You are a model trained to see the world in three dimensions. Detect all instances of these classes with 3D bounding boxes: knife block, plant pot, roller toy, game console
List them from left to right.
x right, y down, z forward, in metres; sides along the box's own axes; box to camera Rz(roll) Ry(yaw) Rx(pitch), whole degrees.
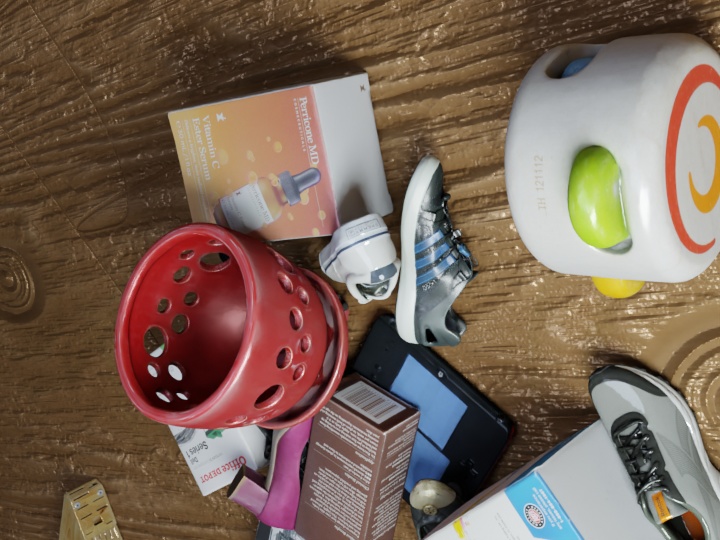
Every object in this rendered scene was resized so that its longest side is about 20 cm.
[{"bbox_3d":[-0.473,0.462,1.667,0.175,0.064,0.202,-17,94,44],"label":"knife block"},{"bbox_3d":[-0.124,0.065,1.024,0.199,0.182,0.203,-9,75,35],"label":"plant pot"},{"bbox_3d":[0.061,0.171,1.096,0.200,0.031,0.178,40,129,23],"label":"game console"},{"bbox_3d":[0.202,-0.085,0.769,0.139,0.199,0.184,5,74,40],"label":"roller toy"}]

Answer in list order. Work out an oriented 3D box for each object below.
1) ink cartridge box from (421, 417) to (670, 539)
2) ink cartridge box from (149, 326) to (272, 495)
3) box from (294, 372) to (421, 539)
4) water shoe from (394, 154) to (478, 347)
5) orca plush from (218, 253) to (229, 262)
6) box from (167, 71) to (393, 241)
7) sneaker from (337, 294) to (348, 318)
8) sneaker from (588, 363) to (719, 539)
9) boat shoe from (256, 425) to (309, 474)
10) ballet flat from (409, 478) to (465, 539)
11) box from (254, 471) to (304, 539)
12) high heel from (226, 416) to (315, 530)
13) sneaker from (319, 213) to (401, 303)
[{"bbox_3d":[0.180,0.262,0.941,0.148,0.144,0.200,56,133,11],"label":"ink cartridge box"},{"bbox_3d":[-0.184,0.174,1.282,0.146,0.084,0.201,-34,81,44],"label":"ink cartridge box"},{"bbox_3d":[-0.005,0.229,1.108,0.100,0.075,0.202,28,119,31],"label":"box"},{"bbox_3d":[0.083,-0.018,0.994,0.078,0.072,0.202,10,116,14],"label":"water shoe"},{"bbox_3d":[-0.166,-0.089,1.176,0.105,0.071,0.202,23,120,34],"label":"orca plush"},{"bbox_3d":[-0.085,-0.116,1.051,0.199,0.106,0.154,-4,103,35],"label":"box"},{"bbox_3d":[-0.090,0.083,1.172,0.199,0.071,0.099,-3,101,41],"label":"sneaker"},{"bbox_3d":[0.268,0.172,0.876,0.201,0.079,0.074,57,135,12],"label":"sneaker"},{"bbox_3d":[-0.094,0.203,1.196,0.201,0.066,0.070,57,152,-11],"label":"boat shoe"},{"bbox_3d":[0.095,0.307,1.067,0.066,0.057,0.201,-5,120,21],"label":"ballet flat"},{"bbox_3d":[-0.045,0.365,1.251,0.199,0.050,0.159,35,126,28],"label":"box"},{"bbox_3d":[-0.065,0.209,1.140,0.096,0.068,0.201,32,110,-17],"label":"high heel"},{"bbox_3d":[0.000,0.000,0.999,0.200,0.072,0.071,95,156,-82],"label":"sneaker"}]
